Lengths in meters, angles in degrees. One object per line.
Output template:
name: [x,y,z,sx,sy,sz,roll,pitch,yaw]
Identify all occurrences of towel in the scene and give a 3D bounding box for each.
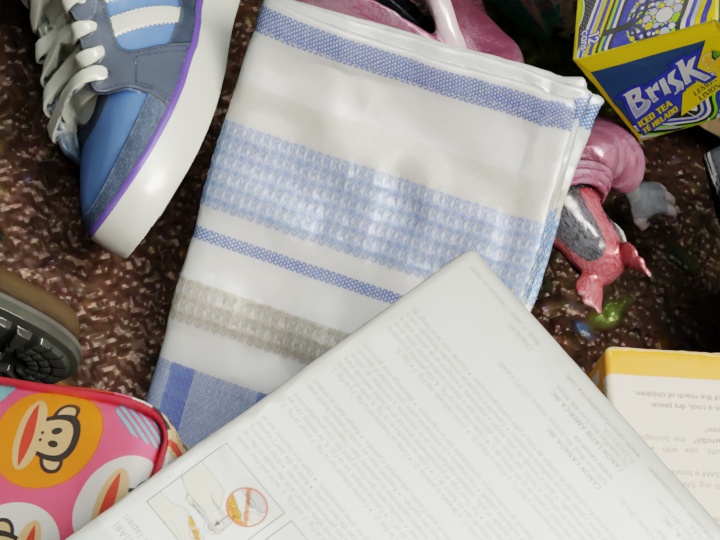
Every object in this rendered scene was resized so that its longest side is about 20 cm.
towel: [0.000,0.000,1.142,0.146,0.024,0.201,18,94,10]

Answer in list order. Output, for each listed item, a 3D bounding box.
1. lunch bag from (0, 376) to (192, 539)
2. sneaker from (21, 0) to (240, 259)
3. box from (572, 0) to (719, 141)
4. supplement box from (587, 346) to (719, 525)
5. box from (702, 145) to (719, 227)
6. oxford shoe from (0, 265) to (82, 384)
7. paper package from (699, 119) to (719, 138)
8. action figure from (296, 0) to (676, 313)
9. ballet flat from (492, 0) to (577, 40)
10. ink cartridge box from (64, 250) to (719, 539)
lunch bag: [-0.132,0.137,1.034,0.175,0.082,0.201,5,60,26]
sneaker: [-0.130,-0.112,1.190,0.146,0.081,0.201,25,53,-15]
box: [0.140,-0.159,1.221,0.064,0.070,0.201,46,40,-42]
supplement box: [0.117,0.147,1.111,0.073,0.126,0.201,4,62,-13]
box: [0.258,0.007,1.158,0.199,0.107,0.149,-17,67,6]
oxford shoe: [-0.191,-0.024,1.146,0.199,0.073,0.085,31,58,2]
paper package: [0.243,-0.164,1.252,0.103,0.199,0.192,30,55,-31]
action figure: [0.060,-0.066,1.192,0.133,0.149,0.200,-29,54,-22]
ballet flat: [0.065,-0.158,1.216,0.075,0.200,0.064,37,90,18]
ink cartridge box: [0.017,0.110,1.017,0.200,0.050,0.162,-35,73,-21]
